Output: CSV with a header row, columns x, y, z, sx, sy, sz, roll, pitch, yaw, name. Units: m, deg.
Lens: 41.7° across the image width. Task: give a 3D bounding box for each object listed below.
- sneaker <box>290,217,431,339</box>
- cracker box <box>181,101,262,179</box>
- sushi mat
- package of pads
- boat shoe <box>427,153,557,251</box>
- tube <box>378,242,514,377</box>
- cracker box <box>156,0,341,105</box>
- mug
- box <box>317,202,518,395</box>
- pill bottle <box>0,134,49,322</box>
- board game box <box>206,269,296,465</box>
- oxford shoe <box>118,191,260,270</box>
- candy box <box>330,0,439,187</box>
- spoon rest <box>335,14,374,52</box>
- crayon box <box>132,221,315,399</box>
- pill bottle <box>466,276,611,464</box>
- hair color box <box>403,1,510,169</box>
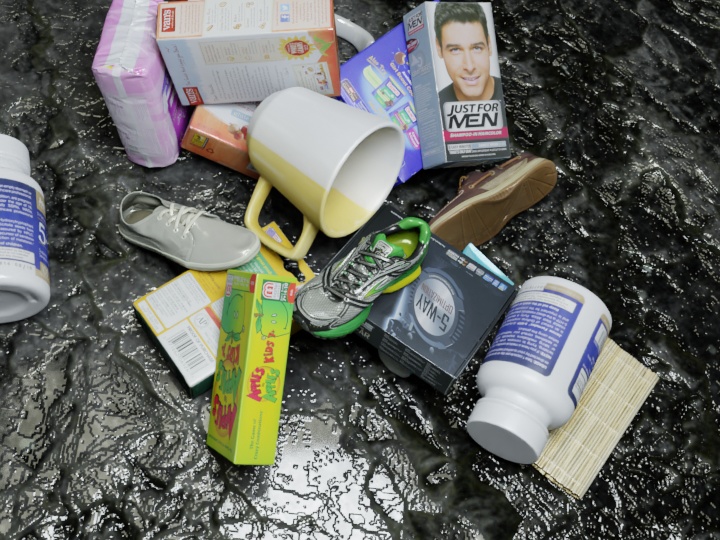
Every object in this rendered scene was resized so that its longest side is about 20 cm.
x,y,z,sx,sy,sz,roll,pitch,yaw,name
0.000,0.000,1.049,0.078,0.085,0.200,41,57,16,sneaker
-0.137,-0.227,1.237,0.134,0.058,0.200,22,62,-15,cracker box
0.279,0.174,1.152,0.096,0.012,0.200,37,65,9,sushi mat
-0.265,-0.229,1.164,0.076,0.200,0.121,8,63,4,package of pads
0.161,-0.095,1.243,0.200,0.072,0.072,-34,43,-10,boat shoe
0.104,0.051,1.173,0.077,0.050,0.200,46,62,2,tube
-0.126,-0.258,1.108,0.200,0.134,0.058,-3,67,1,cracker box
-0.064,-0.128,1.106,0.153,0.149,0.187,34,68,22,mug
0.064,0.029,1.124,0.200,0.044,0.160,35,55,11,box
-0.427,-0.051,1.094,0.120,0.120,0.200,-7,66,-11,pill bottle
-0.121,0.102,1.035,0.048,0.102,0.200,8,89,-26,board game box
-0.212,-0.050,1.131,0.200,0.058,0.075,16,49,23,oxford shoe
0.066,-0.230,1.250,0.200,0.077,0.169,-38,99,-21,candy box
-0.080,-0.344,1.318,0.200,0.099,0.061,16,38,-15,spoon rest
-0.152,0.045,1.132,0.200,0.052,0.126,-32,73,-20,crayon box
0.205,0.118,1.109,0.120,0.120,0.200,29,64,6,pill bottle
0.123,-0.234,1.200,0.099,0.061,0.200,-7,89,-26,hair color box
